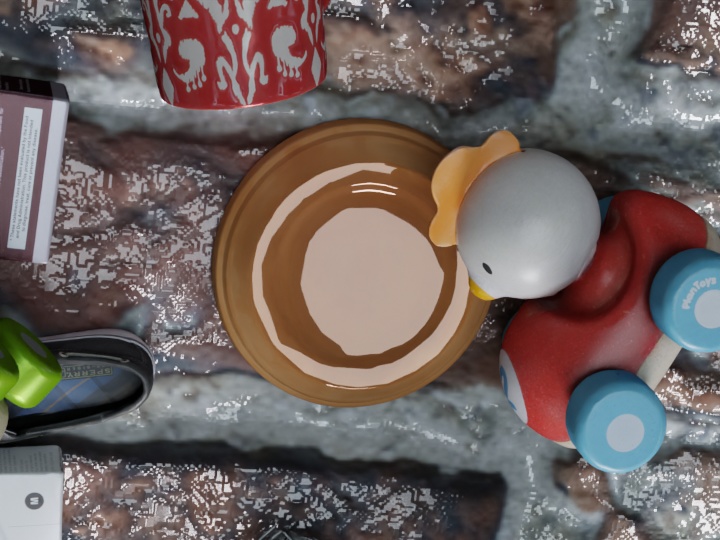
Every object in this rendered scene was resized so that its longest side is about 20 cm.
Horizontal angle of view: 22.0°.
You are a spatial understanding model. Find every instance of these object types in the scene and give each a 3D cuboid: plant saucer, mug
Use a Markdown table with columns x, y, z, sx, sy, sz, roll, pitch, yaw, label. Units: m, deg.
| x | y | z | sx | sy | sz | roll | pitch | yaw | label |
| --- | --- | --- | --- | --- | --- | --- | --- | --- | --- |
| 0.000 | 0.000 | 1.245 | 0.198 | 0.037 | 0.202 | -3 | 107 | -11 | plant saucer |
| -0.063 | -0.212 | 1.124 | 0.176 | 0.134 | 0.202 | -9 | 111 | -8 | mug |

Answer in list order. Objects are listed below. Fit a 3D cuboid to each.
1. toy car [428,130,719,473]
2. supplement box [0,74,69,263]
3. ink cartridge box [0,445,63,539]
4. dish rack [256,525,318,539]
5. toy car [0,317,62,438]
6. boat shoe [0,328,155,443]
| x | y | z | sx | sy | sz | roll | pitch | yaw | label |
| --- | --- | --- | --- | --- | --- | --- | --- | --- | --- |
| 0.115 | -0.001 | 1.191 | 0.199 | 0.184 | 0.178 | 33 | 97 | -17 | toy car |
| -0.287 | -0.073 | 1.150 | 0.198 | 0.061 | 0.110 | 7 | 104 | -15 | supplement box |
| -0.297 | 0.213 | 1.227 | 0.198 | 0.041 | 0.201 | -1 | 114 | -11 | ink cartridge box |
| -0.081 | 0.276 | 1.299 | 0.200 | 0.055 | 0.154 | -41 | 111 | 0 | dish rack |
| -0.312 | 0.050 | 1.105 | 0.164 | 0.158 | 0.200 | -45 | 82 | 4 | toy car |
| -0.230 | 0.084 | 1.203 | 0.198 | 0.066 | 0.071 | -6 | 107 | -11 | boat shoe |
